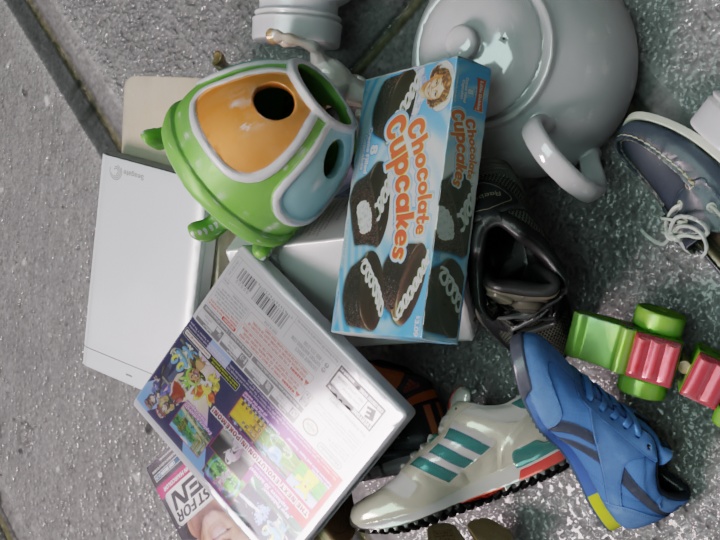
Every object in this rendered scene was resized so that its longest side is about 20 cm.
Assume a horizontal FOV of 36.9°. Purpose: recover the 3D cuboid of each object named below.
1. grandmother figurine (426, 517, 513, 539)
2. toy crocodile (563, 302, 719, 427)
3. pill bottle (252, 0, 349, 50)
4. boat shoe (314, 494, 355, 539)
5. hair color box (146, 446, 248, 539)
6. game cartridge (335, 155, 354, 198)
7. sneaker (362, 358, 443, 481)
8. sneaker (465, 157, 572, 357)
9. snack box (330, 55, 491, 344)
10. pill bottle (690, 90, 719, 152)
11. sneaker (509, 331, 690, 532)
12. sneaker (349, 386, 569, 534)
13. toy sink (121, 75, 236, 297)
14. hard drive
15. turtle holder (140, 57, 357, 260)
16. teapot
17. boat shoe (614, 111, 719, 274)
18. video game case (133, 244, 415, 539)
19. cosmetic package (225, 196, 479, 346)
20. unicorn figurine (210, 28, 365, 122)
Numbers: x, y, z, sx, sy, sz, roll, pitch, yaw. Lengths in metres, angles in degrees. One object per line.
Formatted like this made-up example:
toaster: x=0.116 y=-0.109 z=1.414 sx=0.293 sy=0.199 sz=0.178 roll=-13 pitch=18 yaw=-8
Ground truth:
grandmother figurine: x=0.082 y=0.311 z=0.908 sx=0.121 sy=0.061 sz=0.201 roll=-2 pitch=108 yaw=-1
toy crocodile: x=0.249 y=0.075 z=0.797 sx=0.199 sy=0.062 sz=0.068 roll=20 pitch=102 yaw=13
pill bottle: x=-0.051 y=-0.307 z=0.983 sx=0.108 sy=0.109 sz=0.201 roll=8 pitch=95 yaw=34
boat shoe: x=-0.071 y=0.158 z=0.939 sx=0.063 sy=0.073 sz=0.200 roll=-41 pitch=63 yaw=19
hair color box: x=-0.122 y=0.250 z=1.066 sx=0.100 sy=0.060 sz=0.200 roll=-43 pitch=69 yaw=27
game cartridge: x=-0.062 y=-0.017 z=1.040 sx=0.200 sy=0.038 sz=0.130 roll=-30 pitch=70 yaw=31
sneaker: x=-0.014 y=0.139 z=0.992 sx=0.199 sy=0.078 sz=0.113 roll=-15 pitch=78 yaw=22
sneaker: x=0.121 y=0.022 z=0.821 sx=0.076 sy=0.200 sz=0.114 roll=-17 pitch=38 yaw=9
snack box: x=0.036 y=-0.049 z=0.798 sx=0.116 sy=0.037 sz=0.201 roll=-1 pitch=80 yaw=55
pill bottle: x=0.320 y=-0.157 z=0.733 sx=0.111 sy=0.111 sz=0.200 roll=47 pitch=115 yaw=24
sneaker: x=0.182 y=0.114 z=0.813 sx=0.078 sy=0.066 sz=0.200 roll=-24 pitch=116 yaw=26
sneaker: x=0.077 y=0.152 z=0.899 sx=0.199 sy=0.070 sz=0.094 roll=-22 pitch=72 yaw=4
toy sink: x=-0.140 y=-0.076 z=1.008 sx=0.130 sy=0.112 sz=0.201 roll=8 pitch=100 yaw=34
hard drive: x=-0.189 y=0.005 z=0.966 sx=0.132 sy=0.027 sz=0.201 roll=16 pitch=104 yaw=33
turtle holder: x=-0.064 y=-0.090 z=0.852 sx=0.132 sy=0.185 sz=0.141 roll=-37 pitch=49 yaw=19
teapot: x=0.115 y=-0.164 z=0.851 sx=0.199 sy=0.146 sz=0.198 roll=12 pitch=97 yaw=32
boat shoe: x=0.255 y=-0.032 z=0.783 sx=0.062 sy=0.075 sz=0.200 roll=-44 pitch=83 yaw=-8
video game case: x=-0.077 y=0.111 z=0.882 sx=0.200 sy=0.023 sz=0.182 roll=44 pitch=110 yaw=20
cosmetic package: x=0.000 y=0.000 z=0.924 sx=0.199 sy=0.081 sz=0.113 roll=-4 pitch=121 yaw=20
unicorn figurine: x=-0.049 y=-0.166 z=0.987 sx=0.200 sy=0.137 sz=0.074 roll=21 pitch=93 yaw=51
